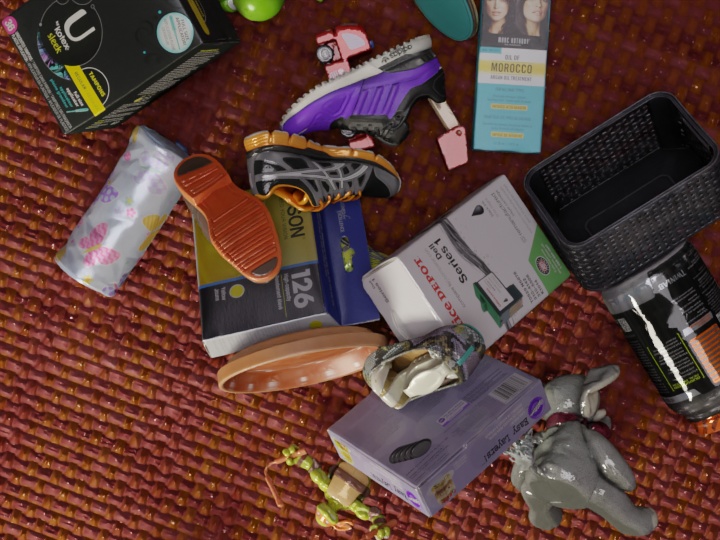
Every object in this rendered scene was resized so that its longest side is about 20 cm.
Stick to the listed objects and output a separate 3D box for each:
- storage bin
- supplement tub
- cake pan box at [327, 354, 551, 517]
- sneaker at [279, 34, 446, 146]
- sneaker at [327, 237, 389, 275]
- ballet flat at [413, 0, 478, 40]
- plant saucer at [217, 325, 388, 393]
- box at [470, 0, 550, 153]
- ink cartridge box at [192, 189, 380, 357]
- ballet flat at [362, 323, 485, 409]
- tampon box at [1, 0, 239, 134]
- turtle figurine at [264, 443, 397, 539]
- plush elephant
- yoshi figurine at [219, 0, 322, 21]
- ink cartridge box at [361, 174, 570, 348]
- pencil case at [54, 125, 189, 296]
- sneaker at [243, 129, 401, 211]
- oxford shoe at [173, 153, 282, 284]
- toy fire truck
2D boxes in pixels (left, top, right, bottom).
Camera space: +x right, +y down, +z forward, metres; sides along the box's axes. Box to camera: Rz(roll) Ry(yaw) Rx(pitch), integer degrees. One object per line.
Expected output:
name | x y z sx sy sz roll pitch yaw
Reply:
storage bin | 0.302 -0.089 1.490 0.199 0.094 0.136 -32 48 4
supplement tub | 0.375 0.077 1.515 0.122 0.123 0.202 -31 92 3
cake pan box | 0.087 0.163 1.474 0.199 0.183 0.053 -39 124 -21
sneaker | 0.008 -0.180 1.489 0.198 0.070 0.101 -26 94 4
sneaker | 0.000 0.000 1.545 0.197 0.076 0.077 13 95 2
ballet flat | 0.073 -0.354 1.521 0.071 0.071 0.200 -46 114 3
plant saucer | -0.066 0.099 1.495 0.197 0.200 0.033 -13 75 2
box | 0.176 -0.239 1.539 0.081 0.049 0.203 3 94 1
ink cartridge box | -0.090 -0.013 1.511 0.197 0.047 0.200 -14 54 5
ballet flat | 0.053 0.111 1.416 0.071 0.200 0.073 13 65 -31
tampon box | -0.267 -0.270 1.491 0.199 0.126 0.151 -30 91 18
turtle figurine | -0.001 0.249 1.564 0.199 0.064 0.162 35 84 15
plush elephant | 0.244 0.193 1.524 0.200 0.163 0.156 46 53 -32
yoshi figurine | -0.079 -0.354 1.515 0.199 0.112 0.113 -36 98 6
ink cartridge box | 0.120 0.008 1.489 0.199 0.084 0.147 -37 93 -35
pencil case | -0.276 -0.070 1.547 0.090 0.083 0.201 33 93 12
sneaker | -0.045 -0.103 1.513 0.197 0.078 0.078 9 75 -25
oxford shoe | -0.140 -0.048 1.475 0.071 0.073 0.201 -28 53 -11
toy fire truck | 0.037 -0.201 1.546 0.139 0.049 0.203 -18 92 2
